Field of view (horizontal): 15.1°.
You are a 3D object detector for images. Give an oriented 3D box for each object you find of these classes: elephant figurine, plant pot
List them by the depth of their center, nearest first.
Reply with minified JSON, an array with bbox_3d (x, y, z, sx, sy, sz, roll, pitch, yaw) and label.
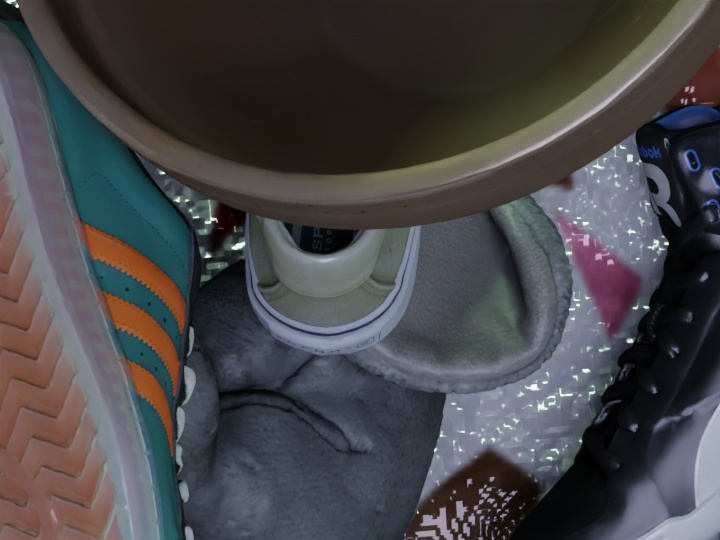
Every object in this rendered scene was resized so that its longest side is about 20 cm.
[{"bbox_3d":[0.017,-0.097,0.697,0.201,0.093,0.201,-6,70,17],"label":"plant pot"},{"bbox_3d":[0.000,0.000,0.842,0.200,0.141,0.155,-45,134,-9],"label":"elephant figurine"}]

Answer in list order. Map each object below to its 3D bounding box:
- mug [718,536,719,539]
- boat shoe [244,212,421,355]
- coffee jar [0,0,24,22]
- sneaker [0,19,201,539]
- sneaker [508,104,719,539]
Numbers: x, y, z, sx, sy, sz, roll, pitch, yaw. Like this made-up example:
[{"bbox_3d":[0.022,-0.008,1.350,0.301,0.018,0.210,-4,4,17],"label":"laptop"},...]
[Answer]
[{"bbox_3d":[0.176,0.151,0.864,0.200,0.175,0.148,-31,105,3],"label":"mug"},{"bbox_3d":[0.000,-0.076,0.784,0.072,0.062,0.200,2,67,-4],"label":"boat shoe"},{"bbox_3d":[-0.154,0.002,0.792,0.104,0.200,0.085,14,146,-8],"label":"coffee jar"},{"bbox_3d":[-0.072,0.025,0.741,0.071,0.080,0.200,-20,78,36],"label":"sneaker"},{"bbox_3d":[0.103,0.013,0.881,0.200,0.073,0.112,-39,102,-3],"label":"sneaker"}]
